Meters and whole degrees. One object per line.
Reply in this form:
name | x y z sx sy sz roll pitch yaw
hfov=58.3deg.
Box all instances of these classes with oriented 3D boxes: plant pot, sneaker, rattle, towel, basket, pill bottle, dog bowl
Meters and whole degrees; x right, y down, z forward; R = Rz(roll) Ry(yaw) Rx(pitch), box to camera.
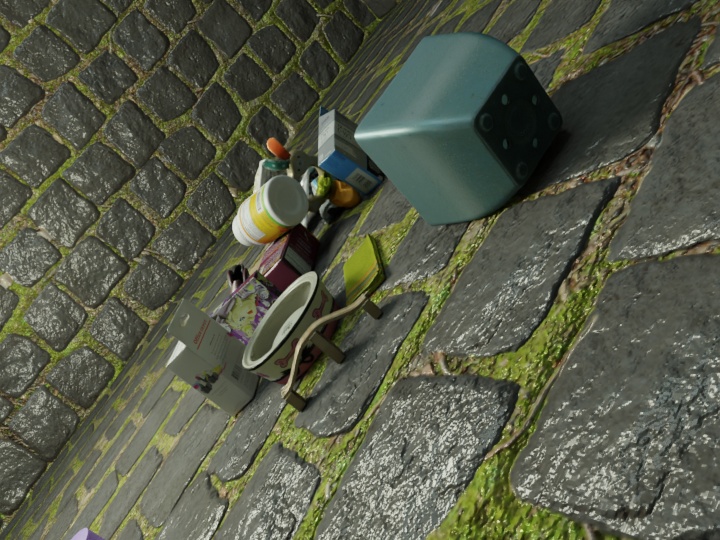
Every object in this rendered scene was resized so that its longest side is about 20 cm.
plant pot | 0.150 -0.190 0.868 0.198 0.196 0.198 -54 28 -13
sneaker | -0.090 -0.185 1.603 0.075 0.086 0.201 -43 20 12
sneaker | -0.255 0.044 1.448 0.073 0.119 0.200 -12 1 -5
rattle | -0.113 -0.210 1.445 0.130 0.201 0.143 -43 43 -4
towel | 0.000 0.000 1.121 0.086 0.018 0.201 -46 18 13
basket | -0.213 -0.169 1.685 0.123 0.132 0.207 159 115 -69
pill bottle | -0.210 -0.125 1.454 0.198 0.111 0.113 -25 29 50
dog bowl | -0.114 0.104 1.104 0.200 0.073 0.201 -44 19 19

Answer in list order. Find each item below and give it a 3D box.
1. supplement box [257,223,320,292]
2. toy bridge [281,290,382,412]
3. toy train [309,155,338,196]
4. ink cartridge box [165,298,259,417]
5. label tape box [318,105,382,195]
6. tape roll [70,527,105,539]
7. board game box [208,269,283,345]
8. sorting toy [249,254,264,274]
supplement box | -0.165 -0.013 1.442 0.110 0.085 0.202 -41 20 24
toy bridge | -0.052 0.109 0.950 0.201 0.067 0.027 -51 17 2
toy train | -0.085 -0.275 1.773 0.112 0.086 0.201 -22 21 32
ink cartridge box | -0.282 0.160 1.198 0.068 0.199 0.116 -41 19 21
label tape box | -0.023 -0.289 1.459 0.066 0.141 0.204 -35 41 37
tape roll | -0.559 0.603 1.229 0.200 0.065 0.201 -44 19 19
board game box | -0.228 0.096 1.327 0.199 0.119 0.033 -39 22 33
sorting toy | -0.271 0.002 1.774 0.186 0.036 0.200 -49 13 7
